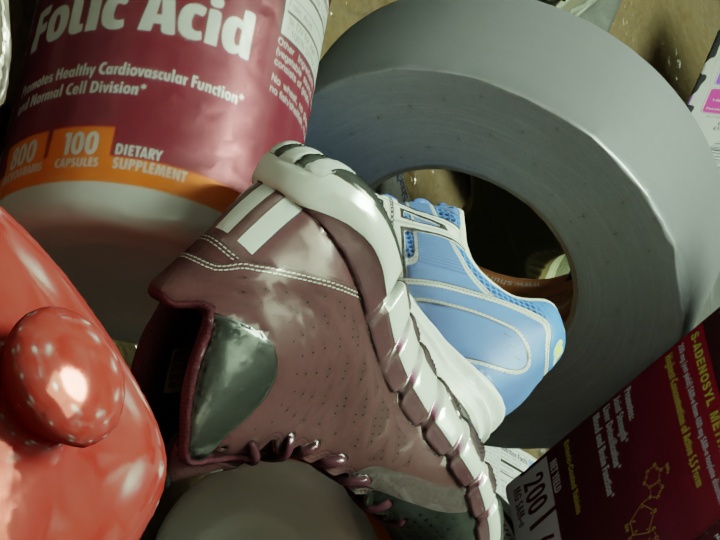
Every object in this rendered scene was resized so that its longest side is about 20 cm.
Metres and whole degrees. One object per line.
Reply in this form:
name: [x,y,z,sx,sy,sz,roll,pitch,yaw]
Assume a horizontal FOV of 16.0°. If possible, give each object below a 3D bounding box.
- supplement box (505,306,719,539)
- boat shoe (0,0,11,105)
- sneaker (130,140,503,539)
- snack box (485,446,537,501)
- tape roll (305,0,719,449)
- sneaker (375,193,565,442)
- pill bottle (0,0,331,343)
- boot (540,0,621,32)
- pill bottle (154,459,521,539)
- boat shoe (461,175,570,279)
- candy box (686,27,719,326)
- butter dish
supplement box: [0.152,0.078,1.031,0.061,0.200,0.109,34,27,-27]
boat shoe: [-0.154,-0.149,0.919,0.072,0.059,0.201,-13,95,-60]
sneaker: [-0.027,0.060,0.922,0.115,0.076,0.200,-38,124,-23]
snack box: [0.090,0.137,1.304,0.200,0.024,0.072,33,55,-52]
tape roll: [0.054,-0.019,1.104,0.066,0.200,0.201,-56,131,-46]
sneaker: [0.000,0.000,1.041,0.077,0.200,0.076,-32,147,-24]
pill bottle: [-0.072,-0.083,0.990,0.114,0.114,0.201,41,50,-48]
boot: [0.119,-0.049,1.348,0.182,0.072,0.200,-47,118,-36]
pill bottle: [0.007,0.138,1.079,0.200,0.113,0.113,12,74,-59]
boat shoe: [0.093,-0.041,1.193,0.072,0.201,0.066,44,64,10]
candy box: [0.226,-0.036,1.479,0.200,0.071,0.168,-62,154,-44]
butter dish: [-0.135,0.052,0.798,0.200,0.148,0.200,56,37,-16]
